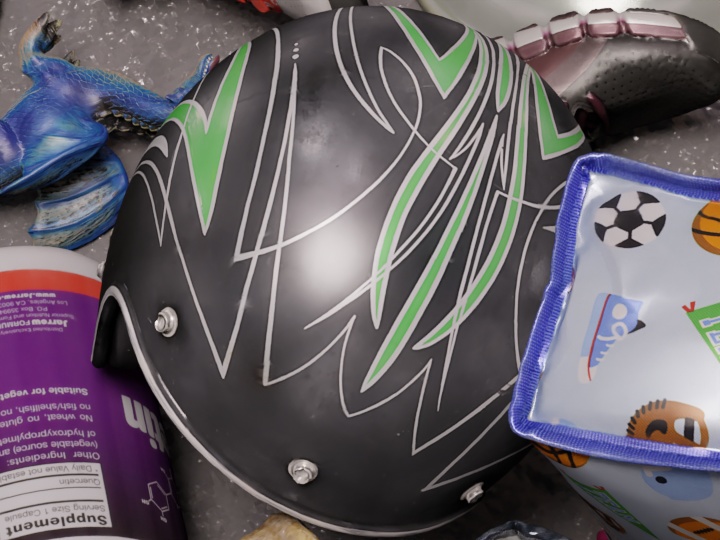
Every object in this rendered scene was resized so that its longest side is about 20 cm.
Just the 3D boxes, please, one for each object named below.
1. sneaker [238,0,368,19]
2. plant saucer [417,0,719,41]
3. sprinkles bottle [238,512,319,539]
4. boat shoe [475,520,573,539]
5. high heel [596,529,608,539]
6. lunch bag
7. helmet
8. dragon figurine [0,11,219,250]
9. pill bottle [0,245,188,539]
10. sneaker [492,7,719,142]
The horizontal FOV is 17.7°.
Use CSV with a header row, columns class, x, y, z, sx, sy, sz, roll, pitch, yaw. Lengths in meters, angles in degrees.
class,x,y,z,sx,sy,sz,roll,pitch,yaw
sneaker,-0.070,-0.148,1.080,0.108,0.067,0.201,-24,41,-4
plant saucer,0.114,-0.179,1.090,0.200,0.050,0.200,-5,56,7
sprinkles bottle,-0.094,0.159,0.795,0.200,0.068,0.068,-28,56,-16
boat shoe,0.106,0.176,0.828,0.071,0.091,0.200,-39,58,-20
high heel,0.191,0.086,0.885,0.200,0.067,0.096,-32,68,-7
lunch bag,0.170,0.054,0.779,0.200,0.170,0.124,8,72,21
helmet,0.000,0.000,0.858,0.200,0.191,0.200,3,81,-18
dragon figurine,-0.142,-0.048,1.045,0.200,0.059,0.099,-37,58,-13
pill bottle,-0.127,0.096,0.915,0.112,0.112,0.200,-16,56,0
sneaker,0.064,-0.043,1.003,0.200,0.076,0.116,-7,61,19
